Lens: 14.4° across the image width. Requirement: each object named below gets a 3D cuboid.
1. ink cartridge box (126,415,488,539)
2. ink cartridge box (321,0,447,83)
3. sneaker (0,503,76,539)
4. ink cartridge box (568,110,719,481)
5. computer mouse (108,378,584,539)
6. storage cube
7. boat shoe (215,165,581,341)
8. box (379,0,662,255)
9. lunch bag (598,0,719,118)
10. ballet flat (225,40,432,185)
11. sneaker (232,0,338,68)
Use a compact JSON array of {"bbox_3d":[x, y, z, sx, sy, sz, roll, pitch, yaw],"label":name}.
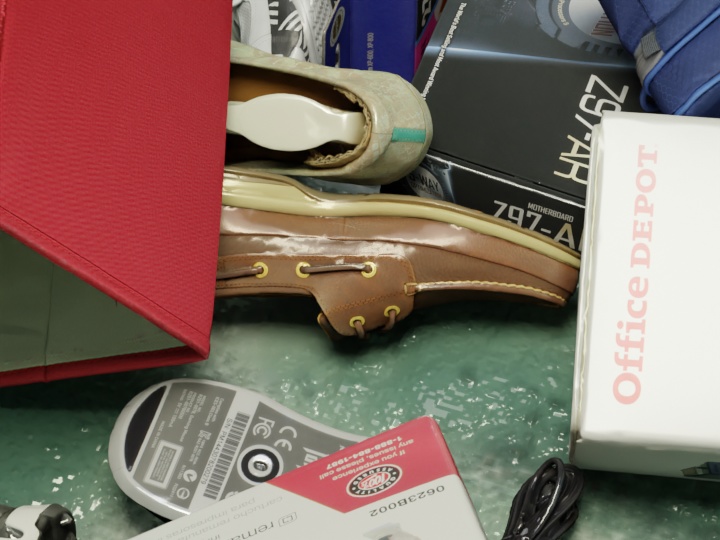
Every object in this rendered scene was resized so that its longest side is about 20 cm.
[{"bbox_3d":[-0.005,0.159,1.071,0.144,0.084,0.200,-22,29,0],"label":"ink cartridge box"},{"bbox_3d":[0.029,-0.150,1.378,0.037,0.095,0.201,18,55,13],"label":"ink cartridge box"},{"bbox_3d":[-0.195,0.166,1.159,0.090,0.067,0.201,16,50,16],"label":"sneaker"},{"bbox_3d":[0.192,0.017,1.225,0.198,0.088,0.146,5,76,2],"label":"ink cartridge box"},{"bbox_3d":[-0.011,0.102,1.221,0.199,0.044,0.110,19,59,8],"label":"computer mouse"},{"bbox_3d":[-0.170,-0.064,1.202,0.170,0.200,0.181,-8,67,27],"label":"storage cube"},{"bbox_3d":[0.000,0.000,1.288,0.198,0.072,0.068,9,83,0],"label":"boat shoe"},{"bbox_3d":[0.115,-0.096,1.361,0.159,0.044,0.201,18,54,8],"label":"box"},{"bbox_3d":[0.194,-0.139,1.255,0.135,0.200,0.133,2,53,-54],"label":"lunch bag"},{"bbox_3d":[-0.064,-0.075,1.297,0.199,0.062,0.068,4,95,26],"label":"ballet flat"},{"bbox_3d":[-0.063,-0.145,1.393,0.114,0.075,0.201,-1,63,16],"label":"sneaker"}]
